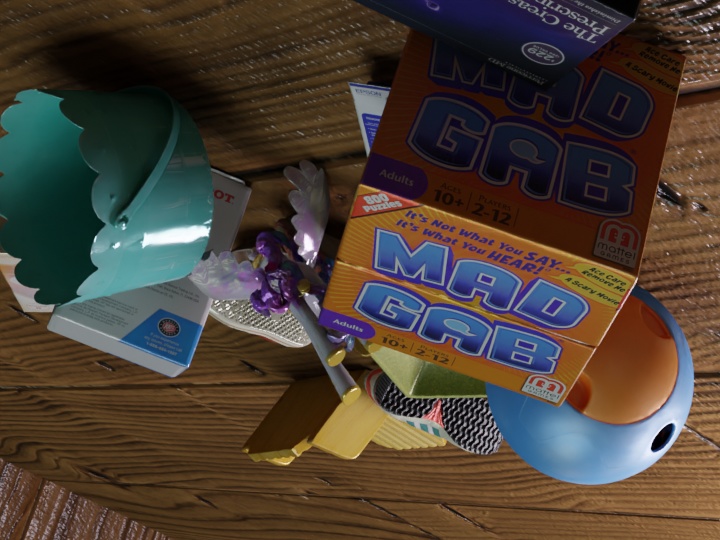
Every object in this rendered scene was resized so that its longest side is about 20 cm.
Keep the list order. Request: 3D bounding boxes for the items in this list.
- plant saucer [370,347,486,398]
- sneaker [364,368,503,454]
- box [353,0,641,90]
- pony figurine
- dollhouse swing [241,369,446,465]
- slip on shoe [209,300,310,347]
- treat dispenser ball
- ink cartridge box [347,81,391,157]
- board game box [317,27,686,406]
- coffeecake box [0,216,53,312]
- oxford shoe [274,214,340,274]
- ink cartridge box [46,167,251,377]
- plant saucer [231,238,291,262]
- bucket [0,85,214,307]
[{"bbox_3d":[0.115,0.082,1.869,0.198,0.048,0.200,-2,155,21],"label":"plant saucer"},{"bbox_3d":[0.092,0.172,2.172,0.199,0.071,0.093,25,178,-22],"label":"sneaker"},{"bbox_3d":[0.073,-0.210,1.112,0.199,0.079,0.141,23,163,-12],"label":"box"},{"bbox_3d":[-0.063,0.014,1.655,0.200,0.166,0.193,50,171,25],"label":"pony figurine"},{"bbox_3d":[-0.015,0.235,2.285,0.176,0.182,0.199,48,151,-17],"label":"dollhouse swing"},{"bbox_3d":[-0.137,0.038,1.995,0.061,0.075,0.199,2,159,47],"label":"slip on shoe"},{"bbox_3d":[0.220,0.103,1.635,0.199,0.202,0.201,16,161,6],"label":"treat dispenser ball"},{"bbox_3d":[0.055,-0.103,1.444,0.099,0.039,0.201,12,150,17],"label":"ink cartridge box"},{"bbox_3d":[0.101,-0.057,1.257,0.198,0.201,0.200,18,149,0],"label":"board game box"},{"bbox_3d":[-0.329,-0.017,1.954,0.152,0.074,0.200,0,160,0],"label":"coffeecake box"},{"bbox_3d":[0.000,0.000,1.769,0.200,0.074,0.071,39,160,3],"label":"oxford shoe"},{"bbox_3d":[-0.214,-0.014,1.723,0.145,0.201,0.084,22,163,-10],"label":"ink cartridge box"},{"bbox_3d":[-0.055,0.010,1.895,0.199,0.032,0.200,16,161,6],"label":"plant saucer"},{"bbox_3d":[-0.236,-0.072,1.558,0.134,0.209,0.206,-8,180,-37],"label":"bucket"}]
